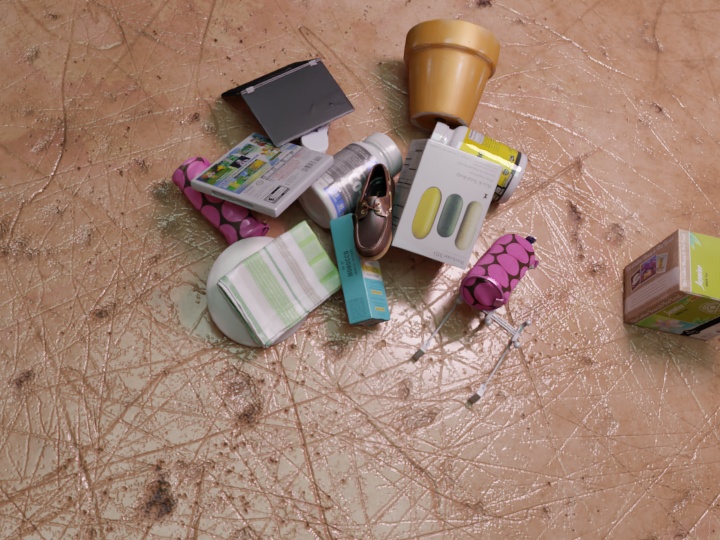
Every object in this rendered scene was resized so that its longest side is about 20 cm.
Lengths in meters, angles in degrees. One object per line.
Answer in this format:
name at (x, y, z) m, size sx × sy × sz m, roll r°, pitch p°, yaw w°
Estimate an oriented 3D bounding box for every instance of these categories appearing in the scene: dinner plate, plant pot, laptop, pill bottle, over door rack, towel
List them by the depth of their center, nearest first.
towel at (-0.136, 0.023, 1.255) m, size 0.200 × 0.031 × 0.149 m, roll -38°, pitch 105°, yaw -21°
dinner plate at (-0.176, 0.038, 1.265) m, size 0.200 × 0.024 × 0.201 m, roll 1°, pitch 88°, yaw -26°
over door rack at (0.219, 0.127, 1.329) m, size 0.148 × 0.067 × 0.200 m, roll 38°, pitch 66°, yaw 6°
pill bottle at (-0.019, -0.181, 1.379) m, size 0.200 × 0.114 × 0.114 m, roll -38°, pitch 80°, yaw -22°
laptop at (-0.150, -0.342, 1.424) m, size 0.187 × 0.200 × 0.116 m, roll -29°, pitch 113°, yaw -21°
pill bottle at (0.231, -0.227, 1.450) m, size 0.200 × 0.112 × 0.113 m, roll 25°, pitch 66°, yaw -1°
plant pot at (0.181, -0.394, 1.477) m, size 0.200 × 0.200 × 0.184 m, roll 11°, pitch 82°, yaw -7°

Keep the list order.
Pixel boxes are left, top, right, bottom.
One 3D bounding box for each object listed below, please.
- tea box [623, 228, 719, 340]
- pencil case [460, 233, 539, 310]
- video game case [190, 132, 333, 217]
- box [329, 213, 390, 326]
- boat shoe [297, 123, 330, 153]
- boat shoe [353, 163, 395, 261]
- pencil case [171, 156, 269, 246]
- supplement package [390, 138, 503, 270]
tea box at (0.657, 0.034, 1.385) m, size 0.196 × 0.200 × 0.134 m, roll 13°, pitch 67°, yaw -5°
pencil case at (0.267, 0.004, 1.331) m, size 0.094 × 0.091 × 0.200 m, roll 40°, pitch 43°, yaw 8°
video game case at (-0.176, -0.179, 1.284) m, size 0.182 × 0.022 × 0.200 m, roll 20°, pitch 44°, yaw 20°
box at (0.000, 0.000, 1.311) m, size 0.049 × 0.082 × 0.200 m, roll -18°, pitch 76°, yaw 25°
boat shoe at (-0.095, -0.276, 1.428) m, size 0.072 × 0.068 × 0.200 m, roll 8°, pitch 45°, yaw -13°
boat shoe at (0.023, -0.109, 1.270) m, size 0.070 × 0.070 × 0.200 m, roll -2°, pitch 49°, yaw 11°
pencil case at (-0.261, -0.123, 1.323) m, size 0.091 × 0.094 × 0.200 m, roll -45°, pitch 80°, yaw 22°
supplement package at (0.146, -0.127, 1.322) m, size 0.152 × 0.151 × 0.200 m, roll 18°, pitch 96°, yaw -10°
